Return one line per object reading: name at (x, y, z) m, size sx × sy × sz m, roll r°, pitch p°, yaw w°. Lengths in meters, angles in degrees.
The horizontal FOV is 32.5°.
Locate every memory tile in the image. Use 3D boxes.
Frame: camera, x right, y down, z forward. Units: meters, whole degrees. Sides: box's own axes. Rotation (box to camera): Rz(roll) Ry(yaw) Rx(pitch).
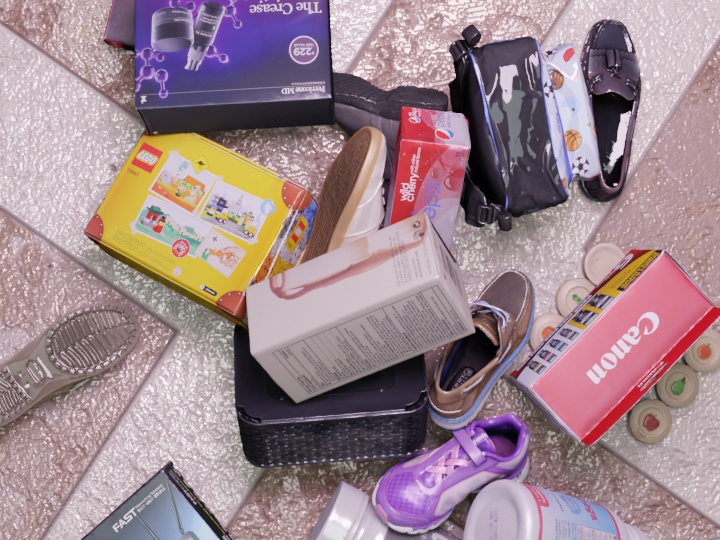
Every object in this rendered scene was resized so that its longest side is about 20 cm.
memory tile at (0.299, 0.081, 1.382) m, size 0.199 × 0.017 × 0.154 m, roll 40°, pitch 89°, yaw -2°

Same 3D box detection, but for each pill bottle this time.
pill bottle at (0.213, 0.293, 1.307) m, size 0.198 × 0.108 × 0.110 m, roll 19°, pitch 90°, yaw -32°
pill bottle at (0.043, 0.317, 1.328) m, size 0.198 × 0.114 × 0.115 m, roll 29°, pitch 90°, yaw -3°

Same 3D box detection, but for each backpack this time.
backpack at (0.162, -0.151, 1.288) m, size 0.151 × 0.190 × 0.204 m, roll -8°, pitch 95°, yaw -7°

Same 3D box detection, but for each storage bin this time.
storage bin at (-0.031, 0.119, 1.302) m, size 0.196 × 0.094 × 0.137 m, roll -4°, pitch 53°, yaw -3°

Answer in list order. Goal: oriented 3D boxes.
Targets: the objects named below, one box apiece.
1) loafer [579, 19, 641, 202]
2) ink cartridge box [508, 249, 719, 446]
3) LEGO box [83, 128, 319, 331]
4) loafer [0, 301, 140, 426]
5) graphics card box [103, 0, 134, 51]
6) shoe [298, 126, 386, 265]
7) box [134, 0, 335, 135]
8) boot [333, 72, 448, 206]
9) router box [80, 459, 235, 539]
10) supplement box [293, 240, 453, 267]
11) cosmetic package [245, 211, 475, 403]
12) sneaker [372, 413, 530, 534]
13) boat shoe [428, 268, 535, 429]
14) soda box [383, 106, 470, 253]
loafer at (0.277, -0.177, 1.354) m, size 0.071 × 0.063 × 0.204 m, roll 3°, pitch 91°, yaw -2°
ink cartridge box at (0.263, 0.076, 1.285) m, size 0.084 × 0.176 × 0.200 m, roll 45°, pitch 89°, yaw -2°
LEGO box at (-0.164, -0.050, 1.291) m, size 0.198 × 0.077 × 0.150 m, roll 27°, pitch 79°, yaw 18°
loafer at (-0.332, 0.098, 1.337) m, size 0.198 × 0.068 × 0.076 m, roll -30°, pitch 94°, yaw -17°
graphics card box at (-0.169, -0.283, 1.343) m, size 0.197 × 0.051 × 0.127 m, roll 15°, pitch 90°, yaw -3°
shoe at (-0.012, -0.051, 1.266) m, size 0.053 × 0.070 × 0.202 m, roll 12°, pitch 110°, yaw -30°
box at (-0.127, -0.222, 1.263) m, size 0.196 × 0.079 × 0.144 m, roll -4°, pitch 78°, yaw 0°
boot at (0.001, -0.136, 1.338) m, size 0.197 × 0.070 × 0.134 m, roll 15°, pitch 120°, yaw 24°
router box at (-0.236, 0.331, 1.344) m, size 0.200 × 0.062 × 0.150 m, roll -41°, pitch 91°, yaw -1°
supplement box at (0.000, 0.000, 1.346) m, size 0.196 × 0.067 × 0.070 m, roll 0°, pitch 91°, yaw -3°
cosmetic package at (-0.001, 0.038, 1.197) m, size 0.198 × 0.104 × 0.088 m, roll -22°, pitch 49°, yaw 13°
sneaker at (0.102, 0.205, 1.306) m, size 0.198 × 0.089 × 0.081 m, roll -20°, pitch 61°, yaw -26°
boat shoe at (0.134, 0.072, 1.314) m, size 0.071 × 0.073 × 0.202 m, roll 20°, pitch 62°, yaw 17°
soda box at (0.060, -0.058, 1.232) m, size 0.069 × 0.064 × 0.202 m, roll 6°, pitch 127°, yaw -2°
